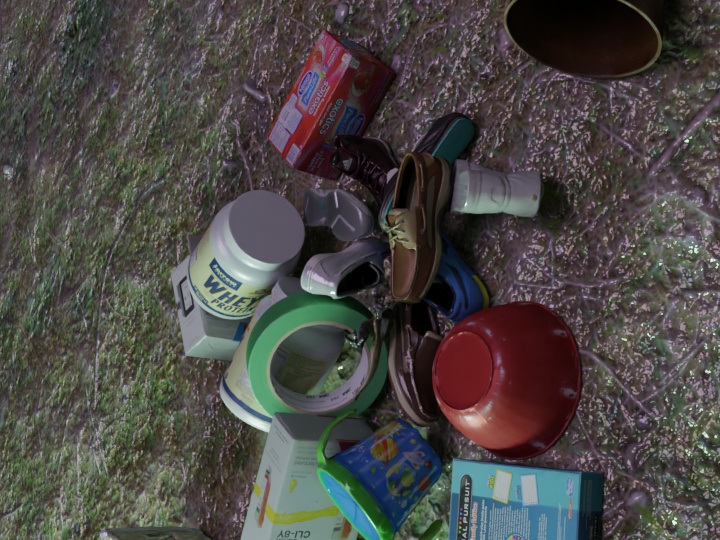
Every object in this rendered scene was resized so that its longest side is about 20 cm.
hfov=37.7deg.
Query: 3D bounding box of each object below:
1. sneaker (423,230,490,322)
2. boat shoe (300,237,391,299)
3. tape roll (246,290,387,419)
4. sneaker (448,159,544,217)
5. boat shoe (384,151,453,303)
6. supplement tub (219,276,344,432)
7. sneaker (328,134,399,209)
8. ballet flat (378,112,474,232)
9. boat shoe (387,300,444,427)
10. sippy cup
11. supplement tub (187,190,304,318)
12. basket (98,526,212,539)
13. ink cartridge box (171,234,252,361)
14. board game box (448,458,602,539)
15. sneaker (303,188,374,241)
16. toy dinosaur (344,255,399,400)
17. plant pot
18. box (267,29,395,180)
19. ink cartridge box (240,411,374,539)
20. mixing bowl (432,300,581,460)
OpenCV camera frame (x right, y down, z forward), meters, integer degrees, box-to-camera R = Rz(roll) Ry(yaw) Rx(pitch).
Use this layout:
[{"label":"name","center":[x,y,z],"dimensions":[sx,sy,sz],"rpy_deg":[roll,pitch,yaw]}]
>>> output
[{"label":"sneaker","center":[0.090,-0.007,1.421],"dimensions":[0.200,0.078,0.066],"rpy_deg":[51,124,33]},{"label":"boat shoe","center":[0.000,0.000,1.465],"dimensions":[0.068,0.199,0.073],"rpy_deg":[25,106,28]},{"label":"tape roll","center":[-0.061,0.126,1.484],"dimensions":[0.201,0.199,0.048],"rpy_deg":[-61,20,18]},{"label":"sneaker","center":[0.178,-0.101,1.371],"dimensions":[0.200,0.114,0.074],"rpy_deg":[-106,22,-79]},{"label":"boat shoe","center":[0.063,-0.060,1.377],"dimensions":[0.075,0.073,0.202],"rpy_deg":[-5,71,51]},{"label":"supplement tub","center":[-0.111,0.126,1.584],"dimensions":[0.145,0.144,0.201],"rpy_deg":[44,113,44]},{"label":"sneaker","center":[0.013,-0.131,1.529],"dimensions":[0.076,0.115,0.200],"rpy_deg":[-57,45,22]},{"label":"ballet flat","center":[0.082,-0.135,1.464],"dimensions":[0.200,0.068,0.068],"rpy_deg":[-50,34,-10]},{"label":"boat shoe","center":[0.080,0.106,1.428],"dimensions":[0.075,0.074,0.204],"rpy_deg":[-34,56,36]},{"label":"sippy cup","center":[0.033,0.269,1.383],"dimensions":[0.130,0.179,0.139],"rpy_deg":[-39,37,-19]},{"label":"supplement tub","center":[-0.179,-0.024,1.653],"dimensions":[0.200,0.144,0.146],"rpy_deg":[134,133,-55]},{"label":"basket","center":[-0.313,0.527,1.675],"dimensions":[0.160,0.197,0.202],"rpy_deg":[11,88,47]},{"label":"ink cartridge box","center":[-0.247,0.047,1.779],"dimensions":[0.068,0.115,0.201],"rpy_deg":[-40,52,36]},{"label":"board game box","center":[0.194,0.311,1.269],"dimensions":[0.199,0.047,0.153],"rpy_deg":[-4,78,48]},{"label":"sneaker","center":[-0.017,-0.090,1.551],"dimensions":[0.200,0.080,0.071],"rpy_deg":[-152,60,-63]},{"label":"toy dinosaur","center":[0.020,0.075,1.408],"dimensions":[0.047,0.088,0.202],"rpy_deg":[16,82,19]},{"label":"plant pot","center":[0.285,-0.365,1.255],"dimensions":[0.186,0.186,0.202],"rpy_deg":[-2,65,48]},{"label":"box","center":[-0.048,-0.255,1.644],"dimensions":[0.100,0.095,0.201],"rpy_deg":[49,116,42]},{"label":"ink cartridge box","center":[-0.067,0.309,1.469],"dimensions":[0.083,0.144,0.202],"rpy_deg":[38,116,57]},{"label":"mixing bowl","center":[0.162,0.129,1.305],"dimensions":[0.199,0.108,0.202],"rpy_deg":[-15,70,45]}]
